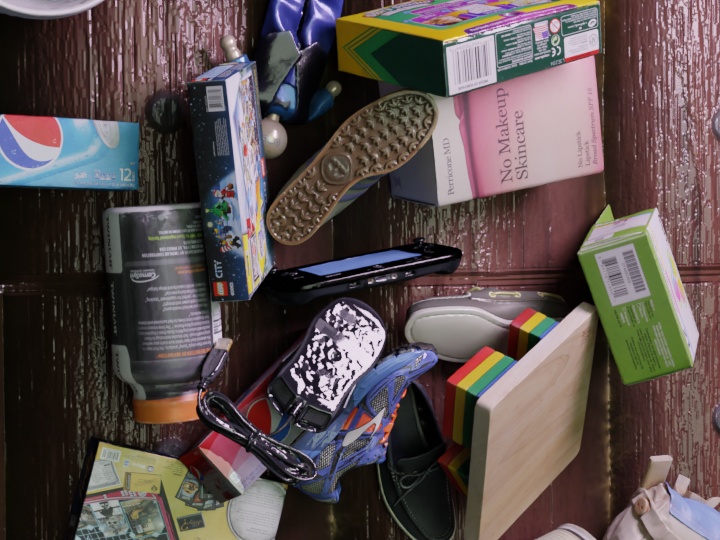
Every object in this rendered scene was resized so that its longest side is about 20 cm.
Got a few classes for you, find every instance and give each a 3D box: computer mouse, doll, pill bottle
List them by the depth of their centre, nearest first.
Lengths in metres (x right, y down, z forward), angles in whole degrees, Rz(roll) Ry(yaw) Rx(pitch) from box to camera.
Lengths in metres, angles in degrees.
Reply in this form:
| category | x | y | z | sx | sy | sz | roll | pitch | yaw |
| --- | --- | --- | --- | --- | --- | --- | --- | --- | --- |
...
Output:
| category | x | y | z | sx | sy | sz | roll | pitch | yaw |
| --- | --- | --- | --- | --- | --- | --- | --- | --- | --- |
| computer mouse | -0.070 | 0.095 | 1.412 | 0.140 | 0.046 | 0.201 | 31 | 58 | -2 |
| pill bottle | -0.182 | 0.040 | 1.416 | 0.105 | 0.106 | 0.202 | -5 | 93 | -24 |
| doll | -0.074 | -0.208 | 1.491 | 0.136 | 0.048 | 0.202 | 15 | 91 | -26 |

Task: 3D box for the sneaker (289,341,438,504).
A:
| category | x | y | z | sx | sy | sz | roll | pitch | yaw |
| --- | --- | --- | --- | --- | --- | --- | --- | --- | --- |
| sneaker | 0.006 | 0.147 | 1.488 | 0.078 | 0.075 | 0.200 | 45 | 98 | -1 |

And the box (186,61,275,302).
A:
| category | x | y | z | sx | sy | sz | roll | pitch | yaw |
| --- | --- | --- | --- | --- | --- | --- | --- | --- | --- |
| box | -0.118 | -0.085 | 1.410 | 0.037 | 0.137 | 0.202 | -3 | 104 | 7 |

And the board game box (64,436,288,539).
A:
| category | x | y | z | sx | sy | sz | roll | pitch | yaw |
| --- | --- | --- | --- | --- | --- | --- | --- | --- | --- |
| board game box | -0.179 | 0.248 | 1.463 | 0.199 | 0.035 | 0.137 | 17 | 84 | -23 |

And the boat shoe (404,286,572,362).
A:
| category | x | y | z | sx | sy | sz | roll | pitch | yaw |
| --- | --- | --- | --- | --- | --- | --- | --- | --- | --- |
| boat shoe | 0.135 | 0.052 | 1.584 | 0.200 | 0.061 | 0.072 | 5 | 131 | -20 |

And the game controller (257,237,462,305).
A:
| category | x | y | z | sx | sy | sz | roll | pitch | yaw |
| --- | --- | --- | --- | --- | --- | --- | --- | --- | --- |
| game controller | 0.000 | 0.000 | 1.497 | 0.199 | 0.104 | 0.042 | -12 | 92 | -23 |

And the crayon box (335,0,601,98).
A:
| category | x | y | z | sx | sy | sz | roll | pitch | yaw |
| --- | --- | --- | --- | --- | --- | --- | --- | --- | --- |
| crayon box | 0.104 | -0.228 | 1.481 | 0.199 | 0.172 | 0.059 | -19 | 114 | -32 |

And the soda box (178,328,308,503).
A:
| category | x | y | z | sx | sy | sz | roll | pitch | yaw |
| --- | --- | --- | --- | --- | --- | --- | --- | --- | --- |
| soda box | -0.079 | 0.130 | 1.463 | 0.063 | 0.070 | 0.200 | 47 | 62 | -4 |

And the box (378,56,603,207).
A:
| category | x | y | z | sx | sy | sz | roll | pitch | yaw |
| --- | --- | --- | --- | --- | --- | --- | --- | --- | --- |
| box | 0.133 | -0.148 | 1.544 | 0.199 | 0.109 | 0.129 | -13 | 104 | -23 |

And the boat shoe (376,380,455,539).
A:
| category | x | y | z | sx | sy | sz | roll | pitch | yaw |
| --- | --- | --- | --- | --- | --- | --- | --- | --- | --- |
| boat shoe | 0.055 | 0.193 | 1.551 | 0.074 | 0.062 | 0.201 | -20 | 100 | -24 |

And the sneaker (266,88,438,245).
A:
| category | x | y | z | sx | sy | sz | roll | pitch | yaw |
| --- | --- | --- | --- | --- | --- | --- | --- | --- | --- |
| sneaker | -0.010 | -0.107 | 1.474 | 0.200 | 0.090 | 0.067 | -41 | 98 | 7 |

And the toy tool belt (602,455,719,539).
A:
| category | x | y | z | sx | sy | sz | roll | pitch | yaw |
| --- | --- | --- | --- | --- | --- | --- | --- | --- | --- |
| toy tool belt | 0.369 | 0.288 | 1.661 | 0.199 | 0.125 | 0.124 | 27 | 89 | -23 |

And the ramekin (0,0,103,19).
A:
| category | x | y | z | sx | sy | sz | roll | pitch | yaw |
| --- | --- | --- | --- | --- | --- | --- | --- | --- | --- |
| ramekin | -0.298 | -0.321 | 1.358 | 0.199 | 0.105 | 0.202 | -1 | 91 | -24 |

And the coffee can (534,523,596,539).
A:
| category | x | y | z | sx | sy | sz | roll | pitch | yaw |
| --- | --- | --- | --- | --- | --- | --- | --- | --- | --- |
| coffee can | 0.159 | 0.365 | 1.555 | 0.199 | 0.146 | 0.147 | -22 | 100 | -22 |

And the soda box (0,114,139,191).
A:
| category | x | y | z | sx | sy | sz | roll | pitch | yaw |
| --- | --- | --- | --- | --- | --- | --- | --- | --- | --- |
| soda box | -0.304 | -0.107 | 1.380 | 0.199 | 0.068 | 0.065 | 0 | 91 | -24 |

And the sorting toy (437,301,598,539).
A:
| category | x | y | z | sx | sy | sz | roll | pitch | yaw |
| --- | --- | --- | --- | --- | --- | --- | --- | --- | --- |
| sorting toy | 0.151 | 0.149 | 1.530 | 0.200 | 0.069 | 0.200 | -37 | 141 | -41 |

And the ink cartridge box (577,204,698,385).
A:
| category | x | y | z | sx | sy | sz | roll | pitch | yaw |
| --- | --- | --- | --- | --- | --- | --- | --- | --- | --- |
| ink cartridge box | 0.296 | 0.010 | 1.581 | 0.075 | 0.200 | 0.149 | -17 | 101 | 22 |
